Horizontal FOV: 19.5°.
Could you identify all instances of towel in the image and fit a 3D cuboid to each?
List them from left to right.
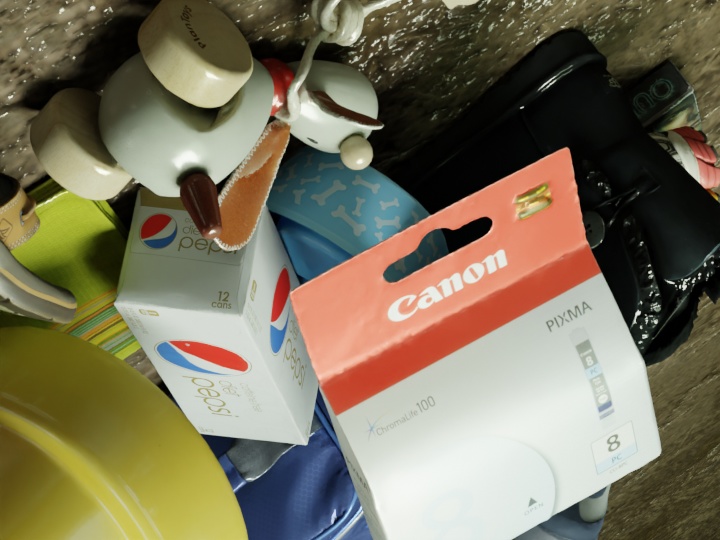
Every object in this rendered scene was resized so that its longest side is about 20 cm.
[{"bbox_3d":[-0.147,0.011,1.050,0.086,0.018,0.200,-34,159,-3],"label":"towel"}]

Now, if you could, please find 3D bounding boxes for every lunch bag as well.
[{"bbox_3d":[-0.073,0.133,1.254,0.200,0.136,0.132,-40,158,18],"label":"lunch bag"}]

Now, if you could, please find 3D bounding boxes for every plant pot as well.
[{"bbox_3d":[-0.181,0.158,0.984,0.189,0.200,0.201,-44,173,-49],"label":"plant pot"}]

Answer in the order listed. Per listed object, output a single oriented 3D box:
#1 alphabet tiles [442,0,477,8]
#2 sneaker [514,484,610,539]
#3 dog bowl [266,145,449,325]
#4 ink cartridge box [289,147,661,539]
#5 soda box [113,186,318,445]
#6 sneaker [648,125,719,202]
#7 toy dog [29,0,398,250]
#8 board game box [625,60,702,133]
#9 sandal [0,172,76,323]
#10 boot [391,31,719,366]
[{"bbox_3d":[0.106,-0.201,0.971,0.199,0.015,0.195,-38,156,8],"label":"alphabet tiles"},{"bbox_3d":[0.122,0.082,1.186,0.082,0.070,0.201,-59,-171,31],"label":"sneaker"},{"bbox_3d":[0.000,0.000,1.115,0.050,0.111,0.200,-56,160,-16],"label":"dog bowl"},{"bbox_3d":[0.063,0.055,1.052,0.159,0.047,0.201,-27,134,-10],"label":"ink cartridge box"},{"bbox_3d":[-0.069,0.028,1.091,0.067,0.064,0.200,6,159,11],"label":"soda box"},{"bbox_3d":[0.136,-0.012,1.278,0.082,0.078,0.201,-3,137,-35],"label":"sneaker"},{"bbox_3d":[-0.045,-0.058,0.933,0.199,0.097,0.132,-16,159,-37],"label":"toy dog"},{"bbox_3d":[0.129,-0.042,1.325,0.199,0.028,0.135,-36,159,2],"label":"board game box"},{"bbox_3d":[-0.174,-0.026,0.880,0.055,0.081,0.200,-67,151,-13],"label":"sandal"},{"bbox_3d":[0.102,-0.009,1.163,0.200,0.169,0.076,-42,156,21],"label":"boot"}]
